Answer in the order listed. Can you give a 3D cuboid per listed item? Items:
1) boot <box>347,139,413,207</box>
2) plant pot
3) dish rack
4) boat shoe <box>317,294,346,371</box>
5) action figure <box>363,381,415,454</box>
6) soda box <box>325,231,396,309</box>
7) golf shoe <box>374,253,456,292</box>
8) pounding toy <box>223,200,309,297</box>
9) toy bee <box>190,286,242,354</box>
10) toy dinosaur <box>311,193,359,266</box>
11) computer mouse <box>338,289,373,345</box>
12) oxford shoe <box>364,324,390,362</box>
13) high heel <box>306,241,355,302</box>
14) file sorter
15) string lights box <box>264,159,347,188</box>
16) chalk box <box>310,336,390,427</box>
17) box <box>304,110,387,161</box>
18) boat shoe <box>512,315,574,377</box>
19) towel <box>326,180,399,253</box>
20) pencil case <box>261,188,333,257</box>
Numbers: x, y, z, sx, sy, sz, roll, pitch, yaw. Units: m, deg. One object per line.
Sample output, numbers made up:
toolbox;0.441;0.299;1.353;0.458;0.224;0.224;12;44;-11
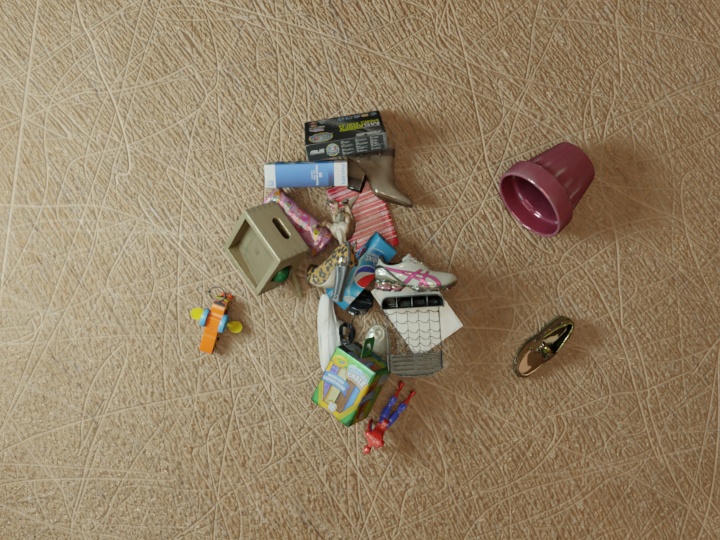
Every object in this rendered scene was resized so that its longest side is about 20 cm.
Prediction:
boot;0.059;-0.255;1.708;0.198;0.070;0.148;18;85;1
plant pot;0.474;-0.214;1.674;0.179;0.200;0.201;-40;92;-14
dish rack;0.129;0.158;1.623;0.151;0.055;0.203;-4;93;2
boat shoe;-0.071;0.161;1.741;0.068;0.072;0.203;-3;90;-15
action figure;0.062;0.392;1.758;0.065;0.099;0.201;36;70;1
soda box;0.000;0.000;1.716;0.064;0.068;0.200;39;99;-15
golf shoe;0.132;0.006;1.607;0.197;0.073;0.093;2;91;2
pounding toy;-0.214;-0.036;1.677;0.201;0.142;0.184;53;136;12
toy bee;-0.357;0.112;1.730;0.131;0.109;0.200;38;117;-10
toy dinosaur;-0.039;-0.102;1.685;0.085;0.201;0.136;-15;125;29
computer mouse;-0.011;0.120;1.694;0.058;0.201;0.034;13;131;12
oxford shoe;0.036;0.242;1.749;0.074;0.058;0.202;12;91;1
high heel;-0.072;-0.024;1.642;0.071;0.200;0.144;5;107;-30
file sorter;0.139;0.090;1.708;0.138;0.125;0.201;-35;92;2
string lights box;-0.131;-0.236;1.649;0.197;0.103;0.060;-2;103;-2
chalk box;-0.009;0.260;1.667;0.123;0.125;0.201;32;104;22
box;-0.039;-0.335;1.672;0.198;0.161;0.045;-9;122;1
boat shoe;0.470;0.197;1.742;0.072;0.068;0.201;39;93;-3
towel;0.006;-0.137;1.749;0.143;0.022;0.202;-18;92;0
pencil case;-0.162;-0.124;1.720;0.200;0.087;0.088;42;92;-1
